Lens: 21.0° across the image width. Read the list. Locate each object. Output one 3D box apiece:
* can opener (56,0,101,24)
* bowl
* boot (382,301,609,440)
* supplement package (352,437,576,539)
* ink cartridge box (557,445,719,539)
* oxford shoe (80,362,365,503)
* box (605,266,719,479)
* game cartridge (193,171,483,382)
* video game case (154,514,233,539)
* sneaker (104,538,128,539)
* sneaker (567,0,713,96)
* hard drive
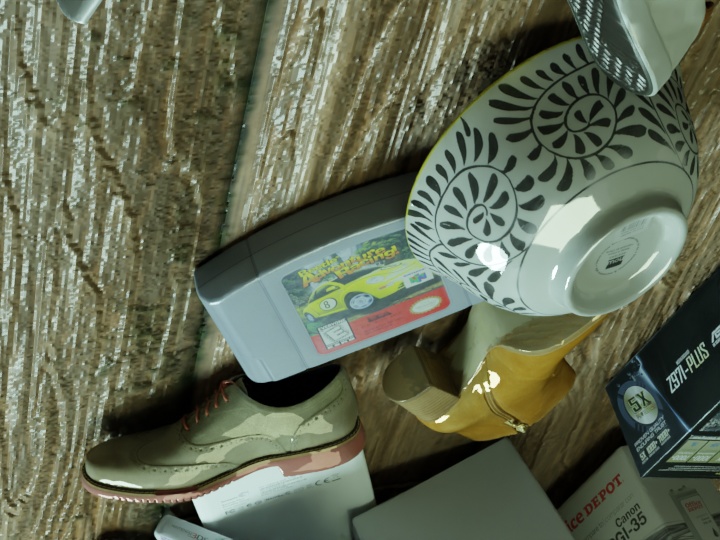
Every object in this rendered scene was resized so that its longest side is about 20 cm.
[{"bbox_3d":[-0.104,-0.194,0.882,0.066,0.054,0.200,8,138,-37],"label":"can opener"},{"bbox_3d":[0.135,-0.036,1.163,0.199,0.094,0.202,-24,146,-17],"label":"bowl"},{"bbox_3d":[0.123,0.055,1.365,0.200,0.071,0.144,-31,152,23],"label":"boot"},{"bbox_3d":[0.103,0.280,1.539,0.146,0.192,0.201,-26,150,-13],"label":"supplement package"},{"bbox_3d":[0.245,0.257,1.580,0.082,0.201,0.147,-6,147,-39],"label":"ink cartridge box"},{"bbox_3d":[-0.098,0.105,1.335,0.198,0.071,0.075,-13,121,-7],"label":"oxford shoe"},{"bbox_3d":[0.317,0.081,1.475,0.198,0.087,0.164,4,141,-31],"label":"box"},{"bbox_3d":[0.000,0.000,1.241,0.198,0.041,0.133,-22,143,3],"label":"game cartridge"},{"bbox_3d":[-0.052,0.269,1.495,0.181,0.024,0.201,17,152,27],"label":"video game case"},{"bbox_3d":[-0.164,0.281,1.533,0.200,0.084,0.120,48,149,-24],"label":"sneaker"},{"bbox_3d":[0.140,-0.187,1.026,0.085,0.073,0.200,-47,143,-13],"label":"sneaker"},{"bbox_3d":[-0.055,0.177,1.480,0.131,0.027,0.201,-17,147,-3],"label":"hard drive"}]
